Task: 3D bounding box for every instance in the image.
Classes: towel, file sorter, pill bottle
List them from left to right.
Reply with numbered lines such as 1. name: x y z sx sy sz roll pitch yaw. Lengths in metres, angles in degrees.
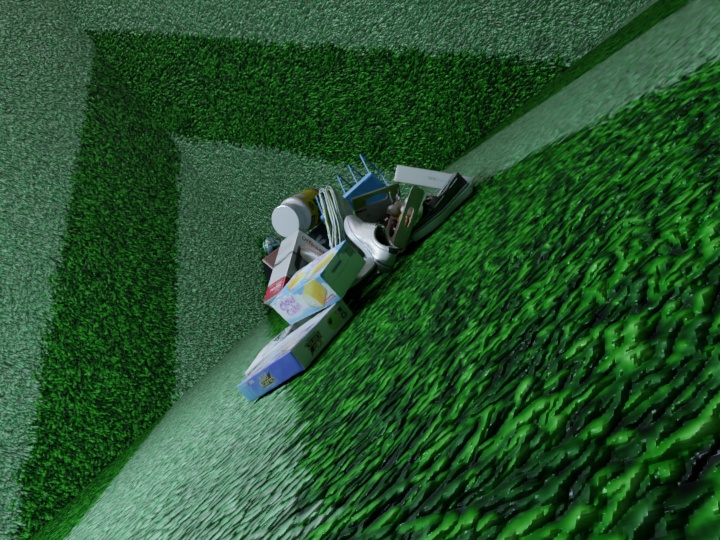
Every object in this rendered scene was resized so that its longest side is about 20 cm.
1. pill bottle: -0.181 -0.175 1.565 0.114 0.115 0.200 -36 4 31
2. towel: -0.042 -0.110 1.312 0.047 0.174 0.200 -15 -13 13
3. file sorter: -0.018 -0.222 1.533 0.199 0.138 0.124 -39 47 17

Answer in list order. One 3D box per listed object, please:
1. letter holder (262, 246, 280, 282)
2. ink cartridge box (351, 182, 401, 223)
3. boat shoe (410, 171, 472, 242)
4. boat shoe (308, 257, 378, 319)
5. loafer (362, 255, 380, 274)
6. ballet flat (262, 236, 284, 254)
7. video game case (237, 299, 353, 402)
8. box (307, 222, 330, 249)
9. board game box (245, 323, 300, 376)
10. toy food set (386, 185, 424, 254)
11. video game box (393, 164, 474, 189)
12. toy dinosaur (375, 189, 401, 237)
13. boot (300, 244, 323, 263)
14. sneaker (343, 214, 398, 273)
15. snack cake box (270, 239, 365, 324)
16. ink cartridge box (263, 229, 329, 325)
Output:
1. letter holder: -0.161 0.014 1.469 0.142 0.199 0.101 -40 -26 -26
2. ink cartridge box: 0.046 -0.170 1.470 0.145 0.202 0.076 -19 46 -5
3. boat shoe: 0.180 -0.154 1.229 0.200 0.071 0.072 -45 7 -11
4. boat shoe: -0.032 0.049 1.125 0.199 0.060 0.076 -36 26 20
5. loafer: 0.000 0.000 1.264 0.198 0.073 0.063 -21 -4 28
6. ballet flat: -0.253 -0.070 1.577 0.074 0.075 0.200 -40 5 -2
7. video game case: -0.126 0.156 0.997 0.199 0.046 0.181 -36 5 40
8. box: -0.135 -0.013 1.649 0.199 0.198 0.117 -40 4 -5
9. board game box: -0.219 0.204 1.317 0.126 0.035 0.200 -41 5 7
10. toy food set: 0.091 -0.118 1.250 0.200 0.059 0.146 150 139 -83
11. video game box: 0.187 -0.241 1.350 0.182 0.196 0.048 -72 -8 -77
12. toy dinosaur: 0.074 -0.114 1.417 0.076 0.103 0.200 9 -47 -45
13. boot: -0.096 0.021 1.222 0.097 0.199 0.075 -49 -29 -9
14. sneaker: 0.030 -0.078 1.173 0.072 0.201 0.071 6 -56 -41
15. snack cake box: -0.090 0.028 1.070 0.199 0.067 0.116 -29 21 46
16. ink cartridge box: -0.146 0.021 1.307 0.082 0.146 0.203 -30 38 40
